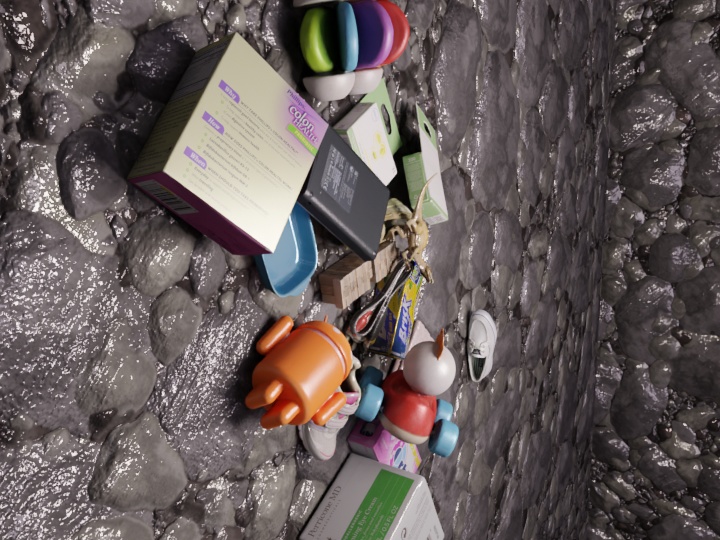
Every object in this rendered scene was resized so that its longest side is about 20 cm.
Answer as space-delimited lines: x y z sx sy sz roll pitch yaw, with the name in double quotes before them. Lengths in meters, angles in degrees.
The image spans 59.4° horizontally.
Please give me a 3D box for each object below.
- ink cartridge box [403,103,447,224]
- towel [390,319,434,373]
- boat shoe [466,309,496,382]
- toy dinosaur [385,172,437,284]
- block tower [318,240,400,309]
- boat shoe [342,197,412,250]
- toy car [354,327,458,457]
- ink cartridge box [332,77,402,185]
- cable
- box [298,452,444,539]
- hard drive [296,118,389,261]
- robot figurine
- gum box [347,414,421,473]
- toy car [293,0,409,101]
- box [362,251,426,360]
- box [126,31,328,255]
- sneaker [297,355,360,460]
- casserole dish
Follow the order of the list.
"ink cartridge box" 0.127 -0.209 1.269 0.145 0.047 0.204 25 54 -67
"towel" 0.121 0.235 1.389 0.201 0.032 0.193 54 52 -47
"boat shoe" 0.313 0.201 1.637 0.067 0.072 0.203 -45 132 -47
"toy dinosaur" 0.098 -0.073 1.152 0.100 0.057 0.204 -15 107 -50
"block tower" 0.000 0.000 1.137 0.199 0.057 0.055 -36 125 -50
"boat shoe" 0.039 -0.077 1.155 0.200 0.063 0.074 -30 151 -56
"toy car" 0.111 0.191 1.137 0.177 0.182 0.203 -78 -166 -78
"ink cartridge box" 0.030 -0.239 1.146 0.201 0.047 0.147 -51 135 -36
"cable" 0.029 0.057 1.170 0.097 0.050 0.203 31 82 -49
"box" 0.028 0.494 1.167 0.200 0.169 0.202 -51 135 -39
"hard drive" -0.024 -0.124 1.015 0.200 0.032 0.142 40 53 -44
"robot figurine" -0.089 0.154 0.975 0.200 0.142 0.118 -42 152 -44
"gum box" 0.051 0.359 1.271 0.114 0.065 0.202 -52 136 -37
"toy car" -0.004 -0.361 0.974 0.199 0.148 0.179 -30 121 -51
"box" 0.067 0.067 1.238 0.064 0.069 0.204 26 74 -53
"box" -0.159 -0.151 0.794 0.175 0.096 0.203 38 65 -38
"sneaker" -0.048 0.227 1.075 0.081 0.087 0.204 -2 98 -56
"casserole dish" -0.124 -0.057 0.951 0.121 0.038 0.203 -43 130 -45
